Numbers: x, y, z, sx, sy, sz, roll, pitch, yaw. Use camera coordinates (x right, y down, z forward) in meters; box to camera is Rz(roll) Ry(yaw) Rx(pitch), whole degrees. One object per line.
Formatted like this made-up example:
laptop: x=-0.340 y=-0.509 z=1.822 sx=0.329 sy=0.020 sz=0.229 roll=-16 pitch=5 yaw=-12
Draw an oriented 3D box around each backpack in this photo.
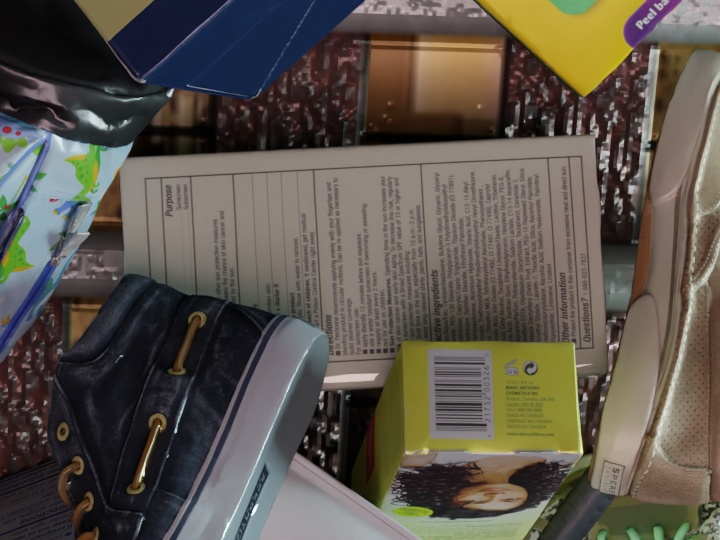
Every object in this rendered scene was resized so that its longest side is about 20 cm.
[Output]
backpack: x=-0.192 y=-0.028 z=1.193 sx=0.163 sy=0.154 sz=0.200 roll=35 pitch=123 yaw=11

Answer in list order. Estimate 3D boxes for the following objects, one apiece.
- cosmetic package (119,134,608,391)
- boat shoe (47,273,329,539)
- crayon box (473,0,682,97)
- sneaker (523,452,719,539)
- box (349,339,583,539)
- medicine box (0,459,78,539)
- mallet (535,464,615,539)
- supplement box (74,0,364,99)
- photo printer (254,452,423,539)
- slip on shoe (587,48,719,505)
cosmetic package: x=0.000 y=0.000 z=1.234 sx=0.200 sy=0.073 sz=0.104 roll=-2 pitch=87 yaw=-2
boat shoe: x=-0.090 y=0.097 z=1.137 sx=0.091 sy=0.200 sz=0.071 roll=17 pitch=154 yaw=15
crayon box: x=0.095 y=-0.201 z=1.186 sx=0.173 sy=0.058 sz=0.200 roll=41 pitch=103 yaw=-16
sneaker: x=0.141 y=0.116 z=1.298 sx=0.200 sy=0.089 sz=0.077 roll=-31 pitch=109 yaw=11
box: x=0.040 y=0.081 z=1.227 sx=0.075 sy=0.200 sz=0.050 roll=0 pitch=72 yaw=-5
medicine box: x=-0.179 y=0.186 z=1.242 sx=0.182 sy=0.200 sz=0.103 roll=-21 pitch=112 yaw=4
mallet: x=0.140 y=0.061 z=1.279 sx=0.066 sy=0.041 sz=0.200 roll=30 pitch=90 yaw=-20
supplement box: x=-0.050 y=-0.204 z=1.092 sx=0.200 sy=0.134 sz=0.200 roll=-41 pitch=80 yaw=12
photo printer: x=-0.018 y=0.140 z=1.235 sx=0.200 sy=0.166 sz=0.069 roll=33 pitch=71 yaw=18
slip on shoe: x=0.143 y=0.003 z=1.216 sx=0.061 sy=0.200 sz=0.076 roll=11 pitch=153 yaw=7
